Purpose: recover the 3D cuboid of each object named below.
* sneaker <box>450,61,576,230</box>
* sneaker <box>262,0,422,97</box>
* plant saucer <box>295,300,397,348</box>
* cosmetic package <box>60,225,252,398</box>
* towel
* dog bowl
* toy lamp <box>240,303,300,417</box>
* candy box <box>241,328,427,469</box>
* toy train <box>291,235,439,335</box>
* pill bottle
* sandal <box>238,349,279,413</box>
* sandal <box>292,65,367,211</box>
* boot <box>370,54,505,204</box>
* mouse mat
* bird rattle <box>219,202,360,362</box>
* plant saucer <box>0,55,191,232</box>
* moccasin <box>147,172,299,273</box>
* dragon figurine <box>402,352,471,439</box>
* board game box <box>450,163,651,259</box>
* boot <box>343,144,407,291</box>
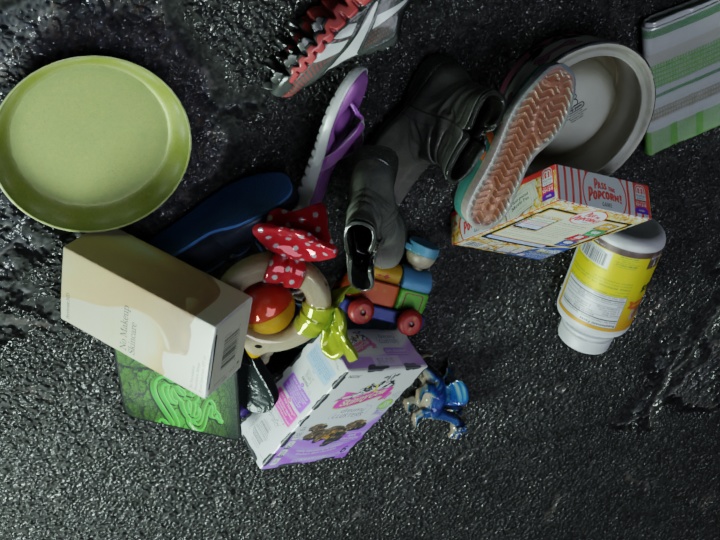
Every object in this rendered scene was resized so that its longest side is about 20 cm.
[{"bbox_3d":[0.160,-0.147,1.041,0.071,0.080,0.201,25,103,-30],"label":"sneaker"},{"bbox_3d":[-0.013,-0.245,0.965,0.200,0.071,0.098,-46,128,11],"label":"sneaker"},{"bbox_3d":[-0.044,0.075,1.232,0.199,0.019,0.070,10,120,-32],"label":"plant saucer"},{"bbox_3d":[-0.222,0.041,1.003,0.071,0.199,0.106,-42,151,-52],"label":"cosmetic package"},{"bbox_3d":[0.424,-0.256,1.198,0.149,0.031,0.201,-22,133,-6],"label":"towel"},{"bbox_3d":[0.251,-0.194,1.128,0.199,0.074,0.201,-12,129,-15],"label":"dog bowl"},{"bbox_3d":[-0.129,0.119,1.180,0.058,0.058,0.200,3,138,-27],"label":"toy lamp"},{"bbox_3d":[-0.035,0.165,1.222,0.167,0.072,0.200,4,133,-50],"label":"candy box"},{"bbox_3d":[0.000,0.000,1.164,0.199,0.085,0.116,15,102,-25],"label":"toy train"},{"bbox_3d":[0.343,0.017,1.308,0.109,0.109,0.201,-3,126,-23],"label":"pill bottle"},{"bbox_3d":[-0.166,0.096,1.117,0.075,0.048,0.201,-21,111,34],"label":"sandal"},{"bbox_3d":[-0.021,-0.136,1.038,0.050,0.083,0.203,28,128,4],"label":"sandal"},{"bbox_3d":[0.076,-0.134,1.042,0.067,0.131,0.201,13,119,-31],"label":"boot"},{"bbox_3d":[-0.223,0.127,1.131,0.160,0.008,0.201,10,132,9],"label":"mouse mat"},{"bbox_3d":[-0.082,0.029,1.019,0.162,0.113,0.200,-24,136,7],"label":"bird rattle"},{"bbox_3d":[-0.275,-0.131,0.957,0.199,0.031,0.201,-12,129,-16],"label":"plant saucer"},{"bbox_3d":[-0.154,-0.044,1.061,0.199,0.081,0.068,-25,137,13],"label":"moccasin"},{"bbox_3d":[0.118,0.170,1.353,0.099,0.059,0.201,-13,130,-16],"label":"dragon figurine"},{"bbox_3d":[0.231,-0.066,1.155,0.151,0.047,0.200,8,162,-31],"label":"board game box"},{"bbox_3d":[0.007,-0.030,1.028,0.067,0.131,0.200,5,146,10],"label":"boot"}]
